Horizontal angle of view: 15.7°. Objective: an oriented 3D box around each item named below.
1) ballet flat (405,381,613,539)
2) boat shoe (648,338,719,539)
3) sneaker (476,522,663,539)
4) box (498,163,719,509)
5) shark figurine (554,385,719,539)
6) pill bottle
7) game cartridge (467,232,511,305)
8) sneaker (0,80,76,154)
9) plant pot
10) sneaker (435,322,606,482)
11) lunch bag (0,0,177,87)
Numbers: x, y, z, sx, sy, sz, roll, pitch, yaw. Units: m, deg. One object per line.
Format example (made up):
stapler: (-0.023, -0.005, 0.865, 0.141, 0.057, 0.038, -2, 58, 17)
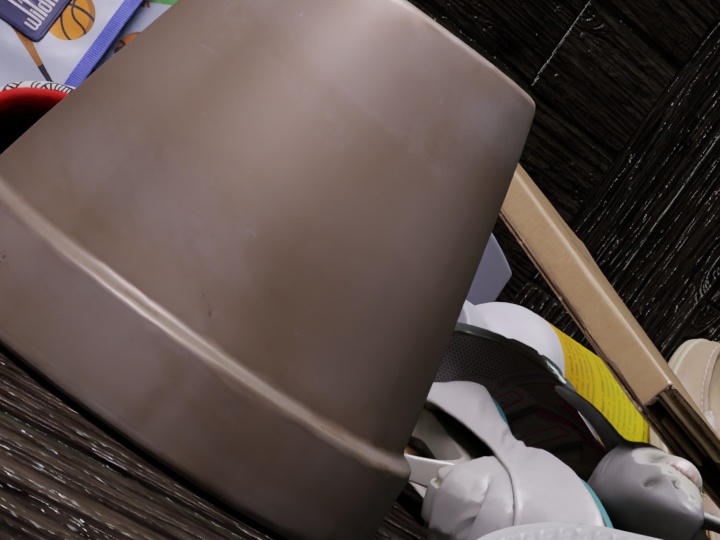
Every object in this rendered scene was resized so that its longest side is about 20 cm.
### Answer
ballet flat: (0.048, 0.097, 1.133, 0.069, 0.069, 0.200, 35, 6, -23)
boat shoe: (0.197, 0.116, 1.399, 0.072, 0.065, 0.200, 44, 40, -32)
sneaker: (0.121, 0.149, 1.022, 0.200, 0.080, 0.078, 6, 27, -28)
box: (0.114, 0.023, 1.195, 0.200, 0.021, 0.163, 57, 7, 38)
shark figurine: (0.127, 0.136, 1.158, 0.128, 0.090, 0.215, 36, -8, 40)
pill bottle: (0.091, 0.083, 1.424, 0.200, 0.104, 0.104, 34, 3, -40)
game cartridge: (0.000, 0.000, 1.423, 0.041, 0.133, 0.200, 39, 3, 39)
sneaker: (-0.078, -0.007, 1.066, 0.201, 0.067, 0.108, 31, -12, 20)
plant pot: (-0.034, -0.024, 0.940, 0.200, 0.174, 0.200, 34, 3, -2)
sneaker: (0.082, 0.095, 1.251, 0.200, 0.081, 0.088, 43, 8, 23)
lunch bag: (-0.131, -0.111, 1.339, 0.200, 0.170, 0.124, 36, -2, -20)
